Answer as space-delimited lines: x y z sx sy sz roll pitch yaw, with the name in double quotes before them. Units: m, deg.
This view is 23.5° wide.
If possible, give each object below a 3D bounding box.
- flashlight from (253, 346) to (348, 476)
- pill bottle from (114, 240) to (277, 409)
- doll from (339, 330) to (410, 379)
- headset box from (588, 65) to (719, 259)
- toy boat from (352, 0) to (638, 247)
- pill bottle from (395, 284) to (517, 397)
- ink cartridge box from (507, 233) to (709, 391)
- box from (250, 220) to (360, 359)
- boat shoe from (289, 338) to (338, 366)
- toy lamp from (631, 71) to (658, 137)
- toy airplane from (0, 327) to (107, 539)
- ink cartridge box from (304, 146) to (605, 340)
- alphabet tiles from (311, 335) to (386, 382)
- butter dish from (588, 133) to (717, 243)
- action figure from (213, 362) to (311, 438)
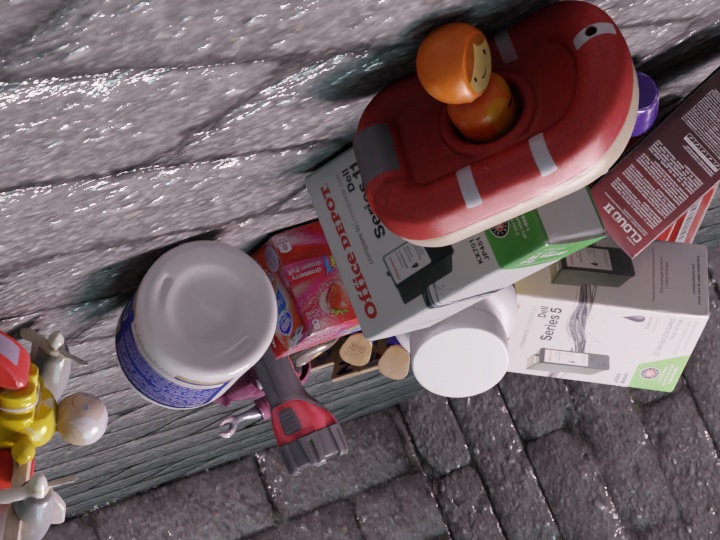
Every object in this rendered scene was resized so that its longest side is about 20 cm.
"flashlight" -0.076 0.094 1.660 0.068 0.201 0.068 -18 171 -28
"pill bottle" -0.151 0.056 1.505 0.119 0.120 0.200 -19 171 -21
"doll" 0.034 0.018 1.735 0.200 0.136 0.049 -67 174 -48
"headset box" 0.290 -0.103 1.546 0.200 0.077 0.149 -46 176 25
"toy boat" 0.079 -0.113 1.130 0.199 0.131 0.131 -24 143 12
"pill bottle" 0.077 0.010 1.490 0.111 0.201 0.112 -2 132 -2
"ink cartridge box" 0.212 0.035 1.623 0.199 0.084 0.146 6 147 -2
"box" 0.000 0.000 1.620 0.199 0.100 0.095 -19 171 -28
"boat shoe" -0.052 0.033 1.804 0.076 0.072 0.200 -37 -171 10
"toy lamp" 0.221 -0.130 1.529 0.058 0.058 0.200 -21 171 -9
"toy airplane" -0.277 0.144 1.450 0.140 0.201 0.199 -11 173 4
"ink cartridge box" 0.067 -0.050 1.317 0.083 0.147 0.200 -11 165 -47
"alphabet tiles" 0.025 0.049 1.895 0.166 0.006 0.200 -19 -151 19
"butter dish" 0.270 -0.071 1.784 0.199 0.147 0.201 -1 115 -67
"action figure" -0.094 0.109 1.855 0.148 0.135 0.200 4 -179 -25
